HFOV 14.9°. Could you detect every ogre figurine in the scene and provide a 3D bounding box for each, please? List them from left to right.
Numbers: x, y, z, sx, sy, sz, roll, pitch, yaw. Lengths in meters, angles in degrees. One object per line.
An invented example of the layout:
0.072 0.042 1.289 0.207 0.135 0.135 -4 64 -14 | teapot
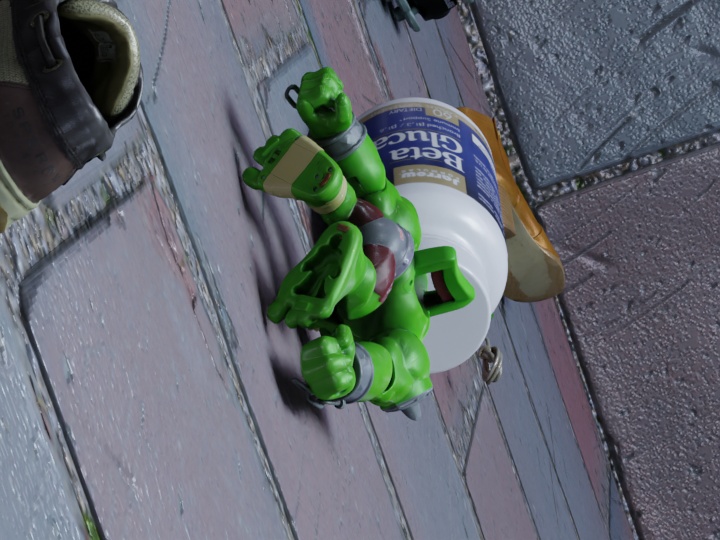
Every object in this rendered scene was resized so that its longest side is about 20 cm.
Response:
0.000 0.000 1.506 0.120 0.098 0.201 46 14 -46 | ogre figurine

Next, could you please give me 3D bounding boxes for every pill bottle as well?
0.036 -0.020 1.723 0.200 0.110 0.112 -93 163 -62 | pill bottle

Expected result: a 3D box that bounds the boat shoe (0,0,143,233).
-0.111 -0.073 1.018 0.200 0.064 0.074 -93 161 -64 | boat shoe

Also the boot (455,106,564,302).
0.140 -0.066 2.652 0.201 0.070 0.145 49 26 -57 | boot

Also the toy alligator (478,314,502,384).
0.073 0.006 2.137 0.054 0.059 0.201 19 39 -23 | toy alligator

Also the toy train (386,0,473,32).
0.043 -0.297 2.496 0.115 0.085 0.200 64 5 18 | toy train
